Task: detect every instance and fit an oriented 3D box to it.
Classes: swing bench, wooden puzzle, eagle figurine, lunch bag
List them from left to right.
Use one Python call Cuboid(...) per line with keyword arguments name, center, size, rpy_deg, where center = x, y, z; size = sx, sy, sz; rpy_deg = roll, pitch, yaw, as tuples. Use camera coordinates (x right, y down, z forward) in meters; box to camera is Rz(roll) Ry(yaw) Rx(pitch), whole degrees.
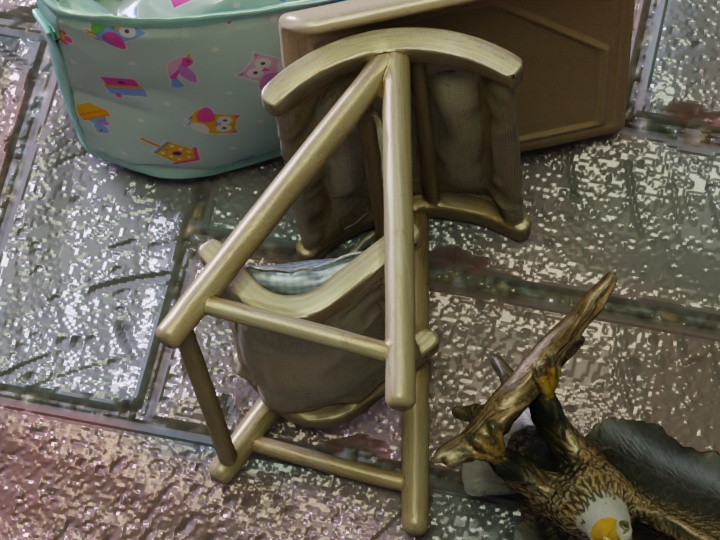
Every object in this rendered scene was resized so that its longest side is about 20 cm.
Cuboid(name="lunch bag", center=(-0.072, -0.137, 1.601), size=(0.199, 0.170, 0.122), rpy_deg=(-14, 66, -4))
Cuboid(name="swing bench", center=(0.000, 0.000, 1.516), size=(0.129, 0.199, 0.200), rpy_deg=(15, 67, 11))
Cuboid(name="wooden puzzle", center=(0.050, -0.107, 1.555), size=(0.185, 0.200, 0.037), rpy_deg=(-12, 66, -5))
Cuboid(name="eagle figurine", center=(0.132, 0.130, 1.489), size=(0.200, 0.152, 0.151), rpy_deg=(44, 40, -9))
